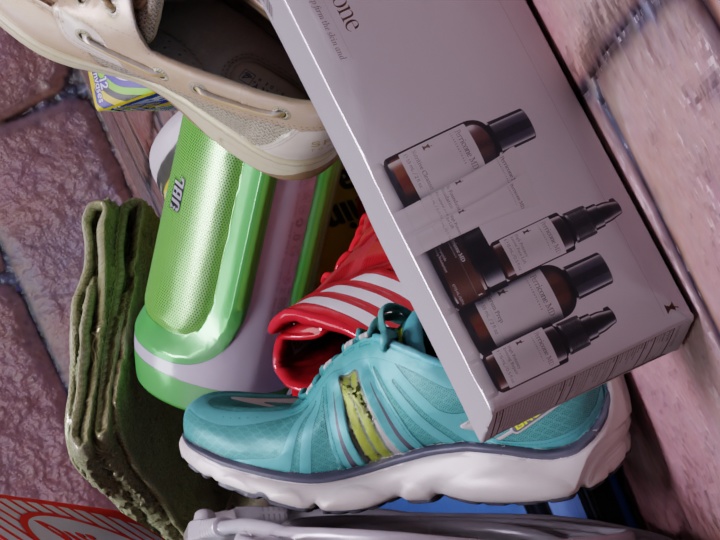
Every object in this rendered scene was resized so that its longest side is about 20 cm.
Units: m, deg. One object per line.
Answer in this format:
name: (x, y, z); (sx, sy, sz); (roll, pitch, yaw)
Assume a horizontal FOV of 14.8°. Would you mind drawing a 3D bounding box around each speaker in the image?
speaker: (-0.052, -0.035, 1.322); (0.088, 0.088, 0.201); (-129, 49, -63)

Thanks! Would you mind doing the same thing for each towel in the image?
towel: (-0.104, 0.063, 1.426); (0.200, 0.036, 0.149); (56, -145, -58)

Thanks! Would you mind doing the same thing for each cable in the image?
cable: (0.037, 0.138, 1.135); (0.200, 0.199, 0.070); (178, 94, -73)

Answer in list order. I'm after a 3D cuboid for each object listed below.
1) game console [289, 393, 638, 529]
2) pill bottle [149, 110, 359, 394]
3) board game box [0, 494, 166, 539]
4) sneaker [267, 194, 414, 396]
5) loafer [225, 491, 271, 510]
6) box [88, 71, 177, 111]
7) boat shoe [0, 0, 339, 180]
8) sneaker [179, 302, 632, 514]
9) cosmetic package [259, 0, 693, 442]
game console: (0.061, 0.139, 1.289); (0.201, 0.118, 0.171); (66, 173, -11)
pill bottle: (-0.020, 0.001, 1.431); (0.201, 0.112, 0.113); (62, 172, 19)
board game box: (-0.097, 0.164, 1.263); (0.200, 0.046, 0.151); (27, -174, 34)
sneaker: (0.000, 0.000, 1.269); (0.200, 0.115, 0.079); (-149, 35, -75)
loafer: (-0.036, 0.109, 1.459); (0.076, 0.068, 0.200); (32, -155, -9)
box: (-0.107, -0.183, 1.380); (0.070, 0.064, 0.201); (-5, -100, -55)
boat shoe: (-0.088, -0.113, 1.168); (0.200, 0.072, 0.065); (33, 157, 7)
sneaker: (0.017, 0.051, 1.153); (0.078, 0.199, 0.080); (-43, -57, -62)
cosmetic package: (0.037, -0.048, 0.997); (0.201, 0.082, 0.051); (63, 170, 14)
